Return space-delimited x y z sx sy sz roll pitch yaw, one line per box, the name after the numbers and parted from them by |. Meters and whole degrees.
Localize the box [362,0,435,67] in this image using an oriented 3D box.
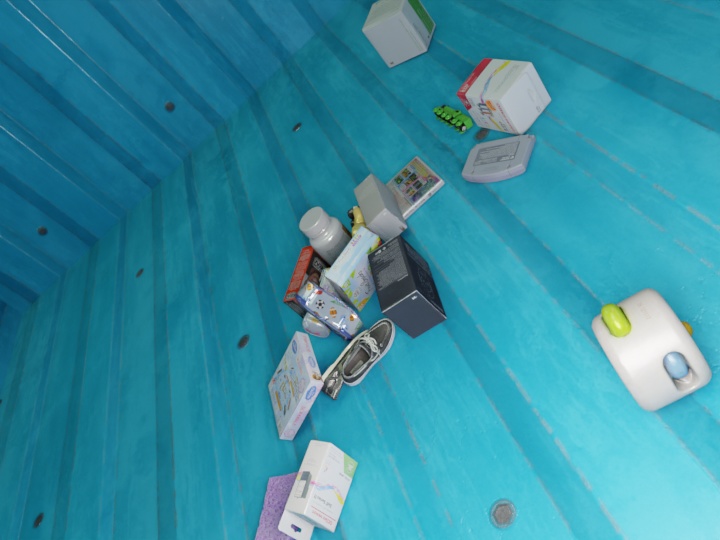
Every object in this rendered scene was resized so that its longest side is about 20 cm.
0.151 -0.949 2.458 0.198 0.199 0.173 -10 49 40 | box

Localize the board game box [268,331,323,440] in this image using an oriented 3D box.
-0.175 0.303 1.668 0.201 0.041 0.201 -61 30 24 | board game box

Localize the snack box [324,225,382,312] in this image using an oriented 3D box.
0.000 0.000 1.705 0.067 0.200 0.170 32 78 25 | snack box

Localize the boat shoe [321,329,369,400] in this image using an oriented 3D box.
-0.027 0.243 1.634 0.067 0.072 0.201 35 73 16 | boat shoe

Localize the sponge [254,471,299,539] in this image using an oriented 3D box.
-0.191 0.583 1.489 0.110 0.030 0.202 -20 44 33 | sponge

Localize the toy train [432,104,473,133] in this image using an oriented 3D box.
0.294 -0.490 2.010 0.056 0.042 0.200 -35 36 -1 | toy train

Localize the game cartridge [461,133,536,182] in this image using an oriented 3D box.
0.381 -0.306 1.749 0.198 0.041 0.135 -2 52 45 | game cartridge

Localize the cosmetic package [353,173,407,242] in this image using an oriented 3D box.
0.057 -0.185 1.868 0.090 0.106 0.202 -39 36 21 | cosmetic package

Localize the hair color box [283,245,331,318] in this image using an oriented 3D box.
-0.156 0.034 1.920 0.061 0.101 0.202 -12 49 38 | hair color box

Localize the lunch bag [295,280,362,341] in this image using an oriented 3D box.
-0.082 0.113 1.680 0.076 0.199 0.160 -51 -2 -10 | lunch bag

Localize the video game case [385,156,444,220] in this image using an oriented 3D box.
0.150 -0.251 1.944 0.182 0.024 0.201 -42 35 7 | video game case

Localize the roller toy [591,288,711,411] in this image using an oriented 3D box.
0.501 0.132 1.080 0.139 0.199 0.184 -33 67 17 | roller toy

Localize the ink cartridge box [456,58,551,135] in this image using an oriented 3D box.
0.410 -0.500 1.807 0.145 0.145 0.199 -50 35 -5 | ink cartridge box

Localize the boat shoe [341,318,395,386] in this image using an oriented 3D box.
0.018 0.195 1.580 0.073 0.068 0.199 37 71 21 | boat shoe

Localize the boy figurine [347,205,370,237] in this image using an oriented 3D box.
0.002 -0.127 1.891 0.063 0.126 0.201 -15 23 2 | boy figurine

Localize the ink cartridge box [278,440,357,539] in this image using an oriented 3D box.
-0.092 0.496 1.394 0.067 0.117 0.202 -4 53 40 | ink cartridge box

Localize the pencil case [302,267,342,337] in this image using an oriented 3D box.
-0.099 0.091 1.815 0.082 0.091 0.202 -8 51 40 | pencil case

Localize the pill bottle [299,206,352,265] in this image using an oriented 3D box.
-0.088 -0.094 1.885 0.113 0.200 0.116 -26 40 24 | pill bottle

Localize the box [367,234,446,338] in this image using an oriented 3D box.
0.115 0.040 1.580 0.106 0.148 0.202 -33 42 19 | box
